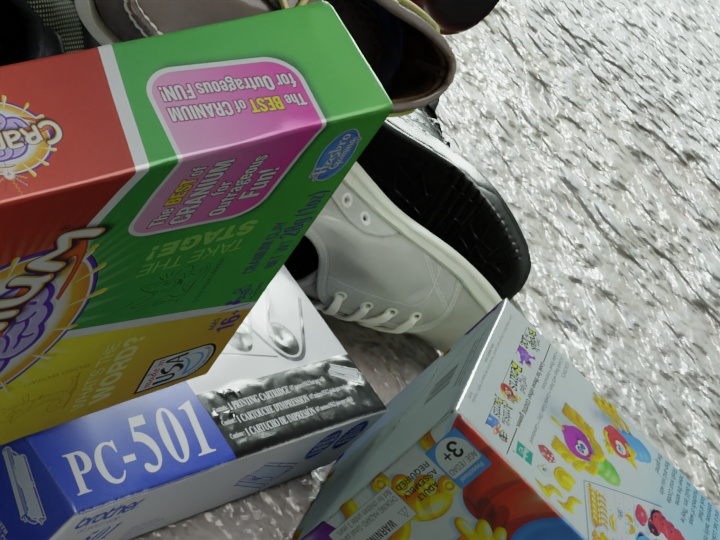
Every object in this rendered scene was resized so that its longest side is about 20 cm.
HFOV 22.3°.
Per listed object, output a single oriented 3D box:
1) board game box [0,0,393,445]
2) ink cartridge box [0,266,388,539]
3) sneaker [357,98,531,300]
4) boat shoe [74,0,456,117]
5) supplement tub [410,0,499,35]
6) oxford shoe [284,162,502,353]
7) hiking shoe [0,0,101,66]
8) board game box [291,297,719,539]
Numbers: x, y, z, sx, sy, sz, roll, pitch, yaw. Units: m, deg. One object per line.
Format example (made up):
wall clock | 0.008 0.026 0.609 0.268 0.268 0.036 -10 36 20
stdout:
board game box | -0.105 0.003 0.512 0.199 0.153 0.040 -18 67 -37
ink cartridge box | -0.077 0.043 0.676 0.094 0.044 0.200 53 28 14
sneaker | 0.020 -0.069 0.937 0.200 0.060 0.104 41 29 8
boat shoe | -0.034 -0.104 0.764 0.059 0.072 0.199 20 5 36
supplement tub | -0.019 -0.194 0.933 0.199 0.108 0.107 22 14 31
oxford shoe | 0.000 0.000 0.828 0.200 0.075 0.058 40 65 -40
hiking shoe | -0.166 -0.142 0.732 0.200 0.076 0.101 53 28 -2
board game box | 0.084 0.130 0.729 0.200 0.103 0.105 44 27 -5
